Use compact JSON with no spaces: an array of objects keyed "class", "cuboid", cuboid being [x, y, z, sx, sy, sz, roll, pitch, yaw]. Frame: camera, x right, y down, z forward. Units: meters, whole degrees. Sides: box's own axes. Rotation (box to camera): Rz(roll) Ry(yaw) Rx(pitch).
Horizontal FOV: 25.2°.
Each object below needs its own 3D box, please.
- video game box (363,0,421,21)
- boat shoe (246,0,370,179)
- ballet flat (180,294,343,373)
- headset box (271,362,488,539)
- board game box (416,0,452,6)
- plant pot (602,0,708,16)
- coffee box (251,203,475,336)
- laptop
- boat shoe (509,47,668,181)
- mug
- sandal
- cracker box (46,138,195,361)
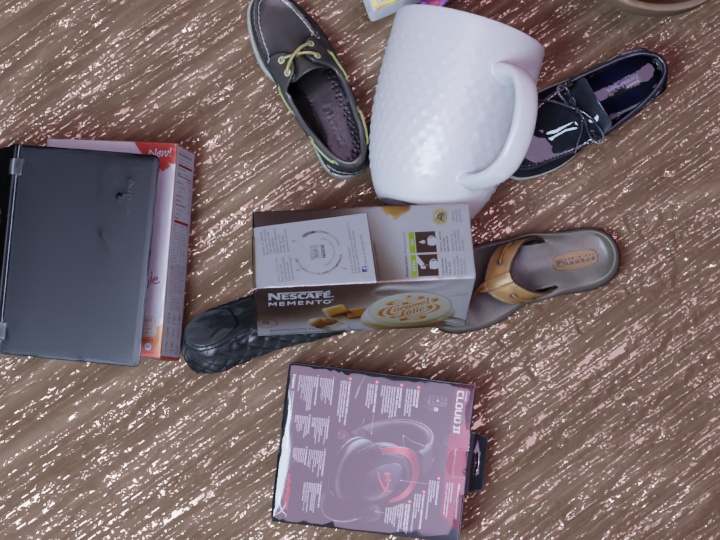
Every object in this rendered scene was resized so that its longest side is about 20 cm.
[{"class":"video game box","cuboid":[0.065,-0.365,1.553,0.198,0.047,0.184,-24,85,-5]},{"class":"boat shoe","cuboid":[-0.047,-0.185,1.550,0.071,0.061,0.202,-29,88,-5]},{"class":"ballet flat","cuboid":[-0.077,0.049,1.545,0.198,0.057,0.067,-14,59,-9]},{"class":"headset box","cuboid":[0.021,0.172,1.520,0.198,0.075,0.150,6,86,-3]},{"class":"board game box","cuboid":[0.044,-0.360,1.586,0.120,0.032,0.200,-42,88,-10]},{"class":"plant pot","cuboid":[0.272,-0.337,1.560,0.198,0.093,0.203,1,84,-11]},{"class":"coffee box","cuboid":[0.000,0.000,1.476,0.198,0.115,0.081,-2,65,-4]},{"class":"laptop","cuboid":[-0.281,-0.013,1.482,0.115,0.199,0.190,8,86,-27]},{"class":"boat shoe","cuboid":[0.215,-0.156,1.564,0.199,0.062,0.075,-30,90,-4]},{"class":"mug","cuboid":[0.094,-0.138,1.489,0.147,0.199,0.177,18,87,-33]},{"class":"sandal","cuboid":[0.159,0.005,1.551,0.198,0.055,0.083,-12,86,-4]},{"class":"cracker box","cuboid":[-0.233,-0.020,1.513,0.132,0.058,0.202,2,85,14]}]
